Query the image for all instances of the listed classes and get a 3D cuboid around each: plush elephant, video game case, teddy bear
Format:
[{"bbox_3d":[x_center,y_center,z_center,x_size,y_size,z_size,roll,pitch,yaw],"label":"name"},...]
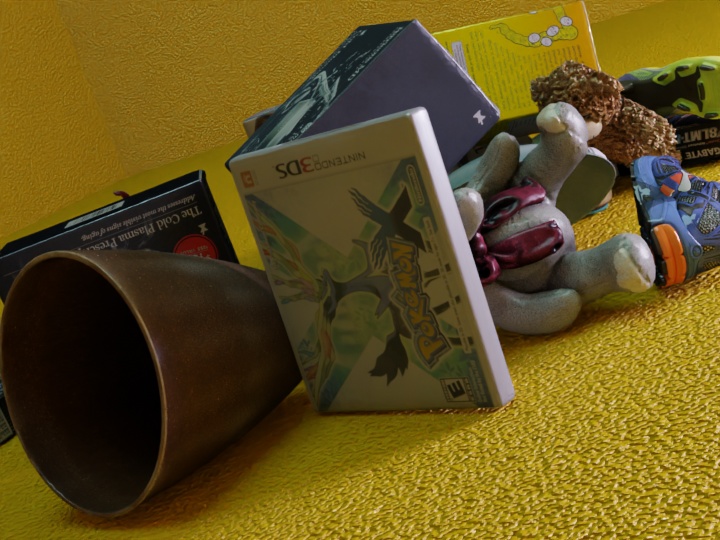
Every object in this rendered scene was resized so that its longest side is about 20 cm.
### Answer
[{"bbox_3d":[0.083,-0.023,0.870,0.154,0.165,0.200,4,-29,-38],"label":"plush elephant"},{"bbox_3d":[0.003,0.002,0.805,0.182,0.201,0.022,-8,15,45],"label":"video game case"},{"bbox_3d":[0.240,-0.134,1.148,0.145,0.067,0.200,28,1,21],"label":"teddy bear"}]

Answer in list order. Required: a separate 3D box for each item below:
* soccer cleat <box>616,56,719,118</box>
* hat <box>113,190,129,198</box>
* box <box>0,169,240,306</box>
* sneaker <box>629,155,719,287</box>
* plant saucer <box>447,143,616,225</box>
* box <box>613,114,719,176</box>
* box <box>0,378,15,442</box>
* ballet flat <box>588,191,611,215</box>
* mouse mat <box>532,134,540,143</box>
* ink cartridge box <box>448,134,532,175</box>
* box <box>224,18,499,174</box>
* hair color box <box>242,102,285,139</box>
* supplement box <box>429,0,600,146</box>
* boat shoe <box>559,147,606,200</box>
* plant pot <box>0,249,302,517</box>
[{"bbox_3d":[0.334,-0.188,1.191,0.084,0.065,0.200,-28,15,-30],"label":"soccer cleat"},{"bbox_3d":[-0.237,-0.027,1.375,0.165,0.177,0.200,-30,16,-38],"label":"hat"},{"bbox_3d":[-0.201,0.031,1.058,0.199,0.183,0.104,-22,13,-3],"label":"box"},{"bbox_3d":[0.258,-0.042,0.917,0.078,0.076,0.200,-9,23,11],"label":"sneaker"},{"bbox_3d":[0.123,-0.064,1.033,0.200,0.039,0.201,-16,-22,-7],"label":"plant saucer"},{"bbox_3d":[0.364,-0.164,1.280,0.198,0.050,0.200,-4,22,46],"label":"box"},{"bbox_3d":[-0.407,0.145,1.232,0.193,0.048,0.200,-16,14,32],"label":"box"},{"bbox_3d":[0.200,-0.097,1.232,0.068,0.063,0.200,-24,12,-17],"label":"ballet flat"},{"bbox_3d":[0.302,-0.197,1.626,0.161,0.008,0.200,-11,15,38],"label":"mouse mat"},{"bbox_3d":[0.086,-0.126,1.359,0.199,0.084,0.145,-23,46,-7],"label":"ink cartridge box"},{"bbox_3d":[-0.006,-0.118,1.084,0.200,0.124,0.197,-46,18,-3],"label":"box"},{"bbox_3d":[-0.039,-0.085,1.246,0.100,0.201,0.061,-16,13,20],"label":"hair color box"},{"bbox_3d":[0.146,-0.201,1.254,0.199,0.110,0.109,-12,-6,1],"label":"supplement box"},{"bbox_3d":[0.157,-0.085,1.149,0.066,0.070,0.200,20,-13,-22],"label":"boat shoe"},{"bbox_3d":[-0.131,0.063,0.878,0.186,0.188,0.200,-9,3,42],"label":"plant pot"}]
